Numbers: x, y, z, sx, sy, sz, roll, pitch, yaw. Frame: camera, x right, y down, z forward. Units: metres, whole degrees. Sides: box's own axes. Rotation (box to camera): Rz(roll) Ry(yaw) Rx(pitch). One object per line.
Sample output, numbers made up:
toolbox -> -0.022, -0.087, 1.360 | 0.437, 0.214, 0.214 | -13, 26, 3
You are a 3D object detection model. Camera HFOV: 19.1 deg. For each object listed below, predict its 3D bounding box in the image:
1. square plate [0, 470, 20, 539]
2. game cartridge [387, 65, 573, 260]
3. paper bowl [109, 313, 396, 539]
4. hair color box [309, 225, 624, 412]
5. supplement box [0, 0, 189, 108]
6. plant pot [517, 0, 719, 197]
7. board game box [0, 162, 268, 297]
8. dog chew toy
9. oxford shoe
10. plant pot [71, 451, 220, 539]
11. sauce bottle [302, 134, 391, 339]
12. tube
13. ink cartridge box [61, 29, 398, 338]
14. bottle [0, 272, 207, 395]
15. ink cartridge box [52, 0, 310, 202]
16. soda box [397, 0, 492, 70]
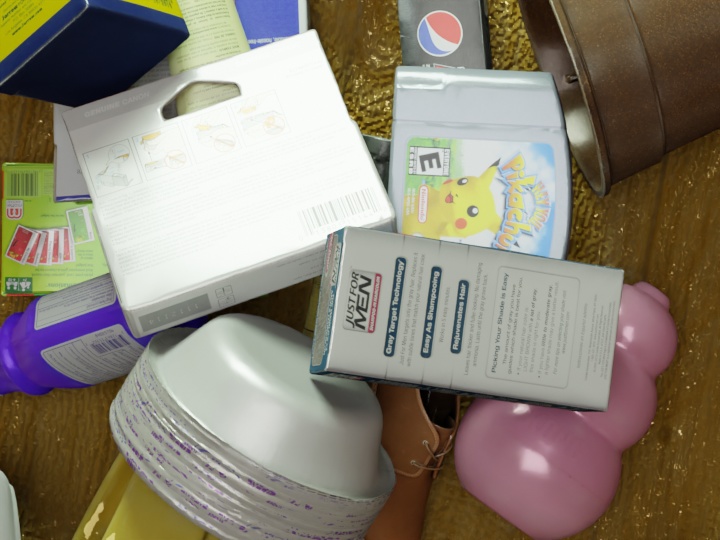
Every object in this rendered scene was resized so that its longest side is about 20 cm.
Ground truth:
square plate -> -0.270, 0.234, 1.580 | 0.028, 0.198, 0.201 | -4, 90, -16
game cartridge -> 0.085, -0.044, 1.526 | 0.133, 0.040, 0.201 | 3, 87, 3
paper bowl -> -0.066, 0.106, 1.482 | 0.200, 0.201, 0.105 | 33, 107, 6
hair color box -> 0.072, 0.035, 1.453 | 0.199, 0.061, 0.100 | 9, 84, -13
supplement box -> -0.224, -0.230, 1.547 | 0.109, 0.109, 0.200 | -35, 64, 29
plant pot -> 0.229, -0.177, 1.514 | 0.198, 0.200, 0.201 | -19, 88, 0
board game box -> -0.171, -0.031, 1.631 | 0.199, 0.048, 0.102 | 0, 91, 8
dog chew toy -> 0.158, 0.096, 1.554 | 0.124, 0.125, 0.200 | 36, 87, 6
oxford shoe -> 0.036, 0.132, 1.575 | 0.071, 0.071, 0.201 | 17, 107, 45
plant pot -> -0.115, 0.231, 1.560 | 0.188, 0.201, 0.201 | 28, 94, -8
sauce bottle -> 0.000, 0.000, 1.600 | 0.066, 0.066, 0.201 | 15, 92, 7
tube -> -0.118, -0.179, 1.573 | 0.058, 0.052, 0.201 | -25, 76, 38
ink cartridge box -> -0.094, -0.064, 1.520 | 0.199, 0.045, 0.177 | -19, 60, -5
bottle -> -0.211, 0.050, 1.598 | 0.200, 0.083, 0.065 | -19, 58, 32
ink cartridge box -> -0.134, -0.150, 1.612 | 0.197, 0.047, 0.201 | -3, 80, 6
soda box -> 0.067, -0.137, 1.587 | 0.063, 0.071, 0.201 | -5, 89, 9
